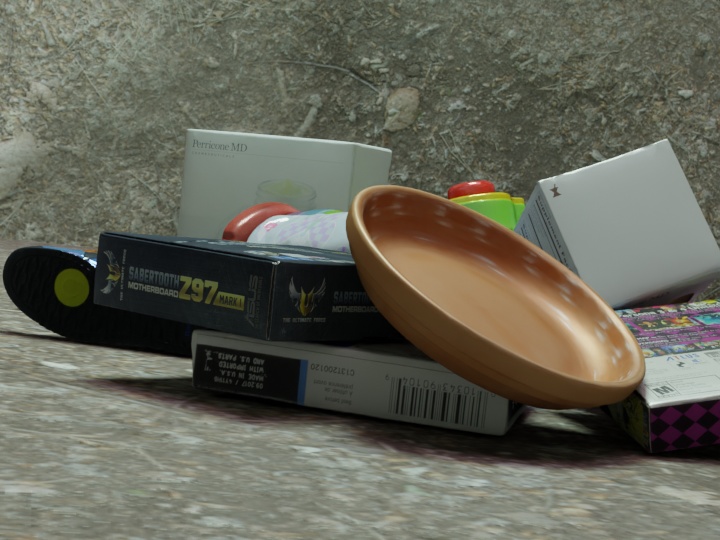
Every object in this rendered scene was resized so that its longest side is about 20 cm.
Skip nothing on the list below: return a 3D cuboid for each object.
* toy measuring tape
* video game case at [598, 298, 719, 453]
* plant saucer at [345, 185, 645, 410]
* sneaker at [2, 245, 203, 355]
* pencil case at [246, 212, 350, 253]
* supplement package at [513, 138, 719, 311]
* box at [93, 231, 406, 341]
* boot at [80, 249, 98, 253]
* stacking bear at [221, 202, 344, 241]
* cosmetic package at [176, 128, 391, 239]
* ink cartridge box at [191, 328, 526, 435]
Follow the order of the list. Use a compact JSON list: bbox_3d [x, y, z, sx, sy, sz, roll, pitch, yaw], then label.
[{"bbox_3d":[0.137,-0.047,1.152,0.199,0.074,0.074,-7,2,-1],"label":"toy measuring tape"},{"bbox_3d":[0.242,0.060,0.877,0.199,0.036,0.181,-6,16,-12],"label":"video game case"},{"bbox_3d":[0.076,0.019,0.798,0.200,0.038,0.200,27,22,-11],"label":"plant saucer"},{"bbox_3d":[-0.181,0.022,1.060,0.199,0.066,0.078,12,10,9],"label":"sneaker"},{"bbox_3d":[0.000,0.000,1.024,0.199,0.083,0.091,3,41,43],"label":"pencil case"},{"bbox_3d":[0.190,-0.002,1.062,0.113,0.110,0.200,-19,-16,-9],"label":"supplement package"},{"bbox_3d":[-0.046,0.010,0.869,0.157,0.051,0.200,8,3,40],"label":"box"},{"bbox_3d":[-0.222,0.011,1.317,0.199,0.074,0.155,-6,0,5],"label":"boot"},{"bbox_3d":[-0.011,0.003,1.232,0.199,0.122,0.114,11,39,35],"label":"stacking bear"},{"bbox_3d":[-0.085,-0.045,1.454,0.198,0.201,0.123,6,2,21],"label":"cosmetic package"},{"bbox_3d":[0.013,0.063,0.886,0.197,0.044,0.200,7,4,13],"label":"ink cartridge box"}]
